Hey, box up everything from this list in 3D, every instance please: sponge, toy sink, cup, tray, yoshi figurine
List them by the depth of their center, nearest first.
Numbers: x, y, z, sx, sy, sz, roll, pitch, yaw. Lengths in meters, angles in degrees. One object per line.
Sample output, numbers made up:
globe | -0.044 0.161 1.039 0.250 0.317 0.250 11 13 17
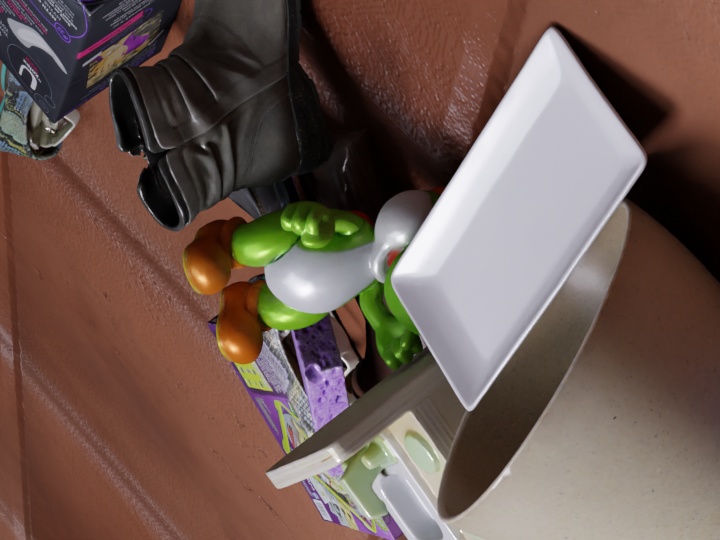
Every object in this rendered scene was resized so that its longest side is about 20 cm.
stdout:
cup | 0.152 0.082 1.290 0.143 0.201 0.200 30 158 -7
tray | 0.089 -0.026 1.316 0.108 0.022 0.200 58 132 32
toy sink | 0.064 0.103 1.437 0.112 0.200 0.130 54 156 -1
yoshi figurine | -0.004 0.006 1.446 0.112 0.199 0.113 15 -116 -70
sponge | -0.035 0.030 1.617 0.112 0.030 0.200 78 178 -47

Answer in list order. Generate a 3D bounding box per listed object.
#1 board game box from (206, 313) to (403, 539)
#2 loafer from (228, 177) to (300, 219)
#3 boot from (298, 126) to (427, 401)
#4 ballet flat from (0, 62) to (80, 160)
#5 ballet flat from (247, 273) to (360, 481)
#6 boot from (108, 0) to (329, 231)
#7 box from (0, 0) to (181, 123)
board game box | -0.040 0.120 1.886 0.200 0.032 0.120 61 161 -18
loafer | -0.094 -0.073 1.594 0.200 0.072 0.073 55 169 47
boot | 0.000 -0.006 1.595 0.201 0.064 0.186 61 157 -8
ballet flat | -0.250 -0.144 1.890 0.074 0.074 0.200 50 159 7
ballet flat | -0.017 0.087 1.749 0.201 0.072 0.072 58 157 -14
boot | -0.100 -0.134 1.468 0.068 0.130 0.201 -7 101 53
box | -0.194 -0.205 1.620 0.122 0.106 0.200 51 157 4
